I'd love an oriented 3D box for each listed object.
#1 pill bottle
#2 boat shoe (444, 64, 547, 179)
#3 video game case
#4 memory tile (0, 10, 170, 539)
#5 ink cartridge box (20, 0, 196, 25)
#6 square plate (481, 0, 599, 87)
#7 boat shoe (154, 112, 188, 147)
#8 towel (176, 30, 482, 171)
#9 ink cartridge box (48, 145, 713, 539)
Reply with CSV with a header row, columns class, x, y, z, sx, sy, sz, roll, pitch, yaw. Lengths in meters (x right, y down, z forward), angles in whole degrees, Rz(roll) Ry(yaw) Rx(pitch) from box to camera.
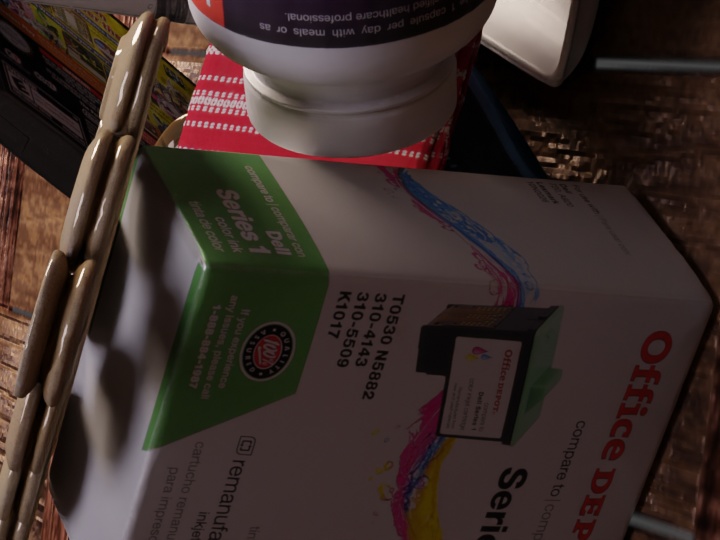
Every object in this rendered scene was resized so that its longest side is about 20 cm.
class,x,y,z,sx,sy,sz,roll,pitch,yaw
pill bottle,-0.009,-0.143,0.976,0.113,0.112,0.200,-120,22,-54
boat shoe,0.007,-0.076,1.160,0.069,0.084,0.200,-37,46,0
video game case,-0.131,-0.082,1.389,0.025,0.200,0.181,-38,41,15
memory tile,-0.103,0.012,1.012,0.200,0.017,0.154,114,171,-60
ink cartridge box,-0.097,-0.196,1.310,0.084,0.199,0.145,-128,48,-61
square plate,0.068,-0.191,1.142,0.198,0.028,0.201,-139,58,-63
boat shoe,0.000,0.000,1.165,0.200,0.065,0.072,32,93,29
towel,0.000,-0.105,1.106,0.144,0.022,0.201,10,79,45
ink cartridge box,0.006,0.043,1.016,0.084,0.199,0.145,57,136,51
